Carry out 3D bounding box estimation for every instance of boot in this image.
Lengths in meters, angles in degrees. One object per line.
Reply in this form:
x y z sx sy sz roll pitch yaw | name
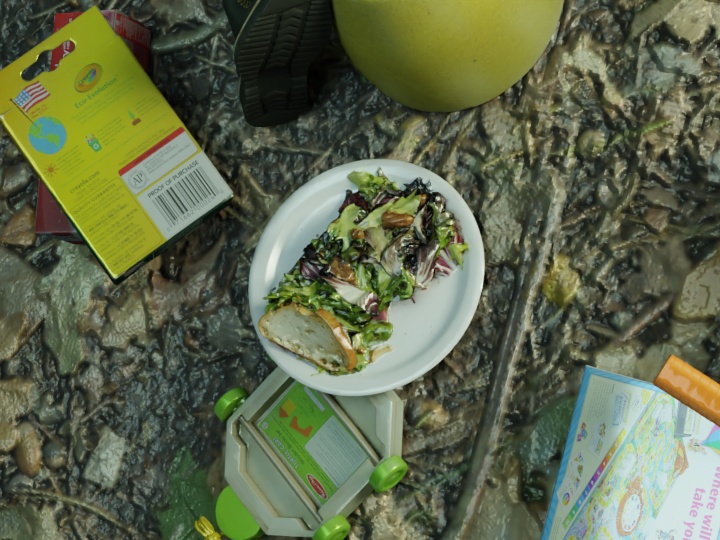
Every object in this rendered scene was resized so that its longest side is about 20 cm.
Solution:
-0.083 -0.223 1.313 0.077 0.200 0.139 -10 69 -18 | boot

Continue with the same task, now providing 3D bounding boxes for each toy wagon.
-0.056 0.153 1.315 0.200 0.039 0.155 -47 64 14 | toy wagon

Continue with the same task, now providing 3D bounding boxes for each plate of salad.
0.000 0.000 1.287 0.198 0.048 0.202 -7 68 17 | plate of salad

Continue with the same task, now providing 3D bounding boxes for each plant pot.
0.045 -0.238 1.267 0.198 0.142 0.202 -4 80 26 | plant pot

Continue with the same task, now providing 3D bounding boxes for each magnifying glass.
0.294 0.123 1.120 0.199 0.022 0.080 33 97 9 | magnifying glass

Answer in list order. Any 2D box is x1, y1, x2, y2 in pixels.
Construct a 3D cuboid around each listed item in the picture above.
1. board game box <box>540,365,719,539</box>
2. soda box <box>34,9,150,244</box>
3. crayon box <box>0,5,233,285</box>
0.204 0.184 1.178 0.134 0.034 0.202 15 89 28 | board game box
-0.237 -0.126 1.439 0.069 0.063 0.202 1 82 26 | soda box
-0.214 -0.106 1.369 0.127 0.051 0.201 -35 89 -9 | crayon box
